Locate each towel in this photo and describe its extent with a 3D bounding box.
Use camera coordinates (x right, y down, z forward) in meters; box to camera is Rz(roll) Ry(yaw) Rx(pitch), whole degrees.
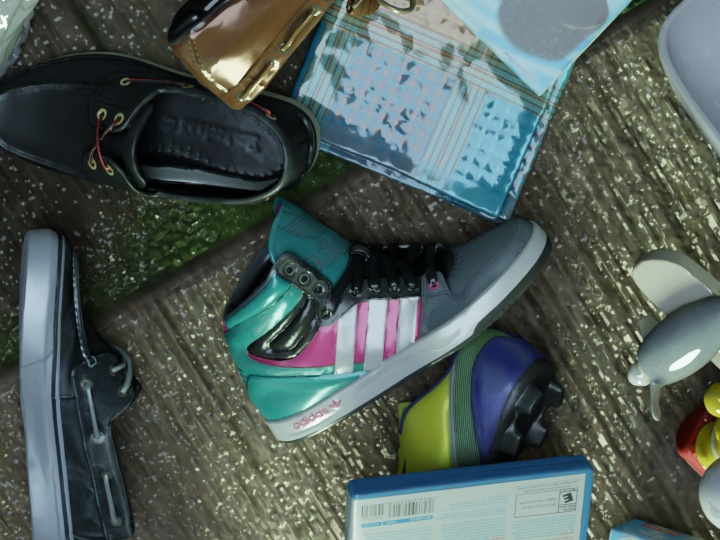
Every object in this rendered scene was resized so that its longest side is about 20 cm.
[{"bbox_3d":[0.054,-0.142,1.413,0.146,0.022,0.200,22,102,-2],"label":"towel"}]

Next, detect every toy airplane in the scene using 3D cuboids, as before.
[{"bbox_3d":[0.242,0.087,1.347,0.200,0.199,0.141,26,62,32],"label":"toy airplane"}]

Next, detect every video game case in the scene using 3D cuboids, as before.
[{"bbox_3d":[0.059,0.201,1.438,0.143,0.018,0.200,-5,121,-14],"label":"video game case"}]

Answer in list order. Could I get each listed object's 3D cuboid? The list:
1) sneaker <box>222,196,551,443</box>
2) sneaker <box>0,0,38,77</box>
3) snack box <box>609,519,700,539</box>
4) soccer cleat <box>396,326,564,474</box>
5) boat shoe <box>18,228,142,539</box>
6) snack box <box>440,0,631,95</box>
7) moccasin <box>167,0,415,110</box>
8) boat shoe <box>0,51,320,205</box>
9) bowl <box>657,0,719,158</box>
[{"bbox_3d":[0.000,0.000,1.418,0.200,0.084,0.121,-34,108,10],"label":"sneaker"},{"bbox_3d":[-0.206,-0.167,1.392,0.075,0.081,0.200,37,103,-7],"label":"sneaker"},{"bbox_3d":[0.231,0.228,1.426,0.200,0.037,0.116,14,103,27],"label":"snack box"},{"bbox_3d":[0.046,0.122,1.459,0.084,0.065,0.200,36,108,26],"label":"soccer cleat"},{"bbox_3d":[-0.164,0.069,1.452,0.071,0.072,0.200,-4,112,-5],"label":"boat shoe"},{"bbox_3d":[0.068,-0.209,1.372,0.200,0.037,0.116,43,99,-5],"label":"snack box"},{"bbox_3d":[-0.011,-0.165,1.333,0.201,0.074,0.078,-43,110,9],"label":"moccasin"},{"bbox_3d":[-0.126,-0.081,1.407,0.201,0.063,0.074,9,105,12],"label":"boat shoe"},{"bbox_3d":[0.282,-0.098,1.341,0.200,0.075,0.200,-31,60,-7],"label":"bowl"}]
